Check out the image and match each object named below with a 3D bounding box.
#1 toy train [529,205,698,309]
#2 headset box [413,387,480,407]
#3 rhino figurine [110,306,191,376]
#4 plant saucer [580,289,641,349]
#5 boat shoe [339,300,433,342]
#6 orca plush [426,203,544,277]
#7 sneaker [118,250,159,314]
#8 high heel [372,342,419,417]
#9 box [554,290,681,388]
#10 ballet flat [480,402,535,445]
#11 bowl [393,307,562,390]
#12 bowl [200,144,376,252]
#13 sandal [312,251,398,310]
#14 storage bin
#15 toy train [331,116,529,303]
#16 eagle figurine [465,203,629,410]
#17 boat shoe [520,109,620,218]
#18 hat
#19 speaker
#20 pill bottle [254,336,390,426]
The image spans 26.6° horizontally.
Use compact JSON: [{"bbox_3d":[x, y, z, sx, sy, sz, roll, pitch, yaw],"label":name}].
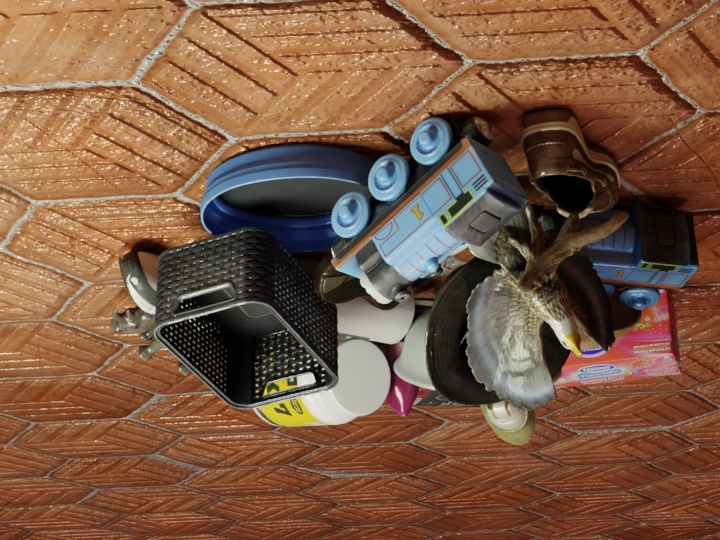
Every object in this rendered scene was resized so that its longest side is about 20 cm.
[{"bbox_3d":[0.260,-0.020,1.632,0.198,0.087,0.114,6,151,-11],"label":"toy train"},{"bbox_3d":[0.147,0.131,2.054,0.198,0.078,0.149,4,159,-13],"label":"headset box"},{"bbox_3d":[-0.234,0.070,1.864,0.087,0.060,0.199,-34,147,22],"label":"rhino figurine"},{"bbox_3d":[0.213,0.043,1.704,0.198,0.036,0.200,8,-160,-3],"label":"plant saucer"},{"bbox_3d":[0.052,0.072,1.901,0.199,0.063,0.072,11,156,-33],"label":"boat shoe"},{"bbox_3d":[0.085,-0.052,1.557,0.199,0.105,0.071,-6,129,52],"label":"orca plush"},{"bbox_3d":[-0.197,0.011,1.722,0.080,0.074,0.200,-27,156,21],"label":"sneaker"},{"bbox_3d":[0.027,0.143,2.003,0.067,0.097,0.200,7,173,-25],"label":"high heel"},{"bbox_3d":[0.295,0.083,1.906,0.198,0.101,0.095,-8,160,16],"label":"box"},{"bbox_3d":[0.178,0.145,1.943,0.070,0.202,0.071,-12,-160,5],"label":"ballet flat"},{"bbox_3d":[0.139,0.076,1.792,0.199,0.091,0.201,1,-169,0],"label":"bowl"},{"bbox_3d":[-0.063,-0.072,1.532,0.198,0.040,0.201,-2,159,-1],"label":"bowl"},{"bbox_3d":[0.000,0.000,1.680,0.054,0.082,0.199,31,-162,29],"label":"sandal"},{"bbox_3d":[-0.117,0.053,1.607,0.134,0.095,0.200,-15,145,19],"label":"storage bin"},{"bbox_3d":[0.057,-0.054,1.425,0.200,0.115,0.086,-42,144,19],"label":"toy train"},{"bbox_3d":[0.178,0.031,1.474,0.150,0.152,0.200,4,154,7],"label":"eagle figurine"},{"bbox_3d":[0.202,-0.083,1.476,0.074,0.076,0.202,-12,158,25],"label":"boat shoe"},{"bbox_3d":[0.132,0.043,1.562,0.199,0.202,0.081,13,-166,-36],"label":"hat"},{"bbox_3d":[-0.035,0.032,1.760,0.199,0.082,0.081,11,156,-35],"label":"speaker"},{"bbox_3d":[-0.054,0.141,1.955,0.113,0.116,0.199,11,168,-32],"label":"pill bottle"}]
